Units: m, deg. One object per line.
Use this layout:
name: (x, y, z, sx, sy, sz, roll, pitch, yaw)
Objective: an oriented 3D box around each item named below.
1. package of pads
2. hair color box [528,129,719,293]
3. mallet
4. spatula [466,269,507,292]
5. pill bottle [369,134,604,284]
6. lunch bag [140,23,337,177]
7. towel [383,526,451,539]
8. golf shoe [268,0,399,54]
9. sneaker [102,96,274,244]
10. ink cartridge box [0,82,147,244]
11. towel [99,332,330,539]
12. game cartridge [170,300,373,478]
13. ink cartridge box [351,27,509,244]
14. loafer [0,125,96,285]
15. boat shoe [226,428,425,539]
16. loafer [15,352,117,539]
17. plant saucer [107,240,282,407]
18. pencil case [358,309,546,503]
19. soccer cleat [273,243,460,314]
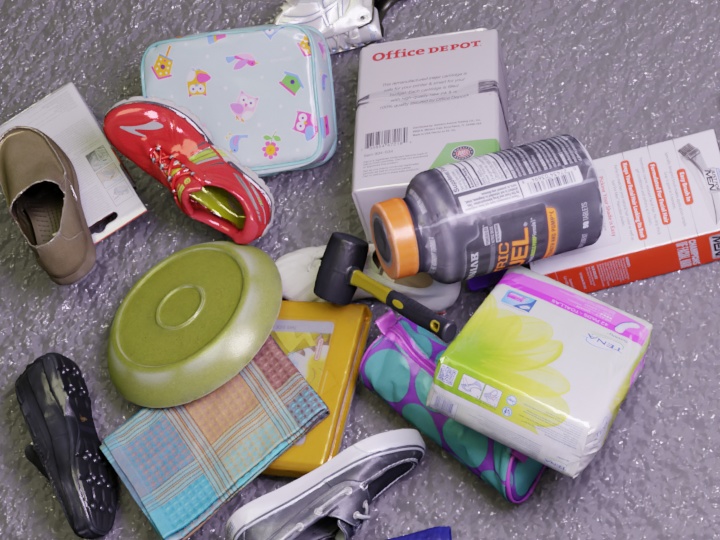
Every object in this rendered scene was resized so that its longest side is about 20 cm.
package of pads: (0.164, 0.087, 1.597, 0.154, 0.069, 0.200, 25, 35, 13)
hair color box: (0.254, -0.051, 1.715, 0.199, 0.064, 0.112, -14, 60, 10)
mallet: (0.027, 0.013, 1.641, 0.200, 0.041, 0.066, 18, 96, 52)
spatula: (0.139, 0.049, 1.717, 0.056, 0.021, 0.201, -22, 60, 18)
pill bottle: (0.111, -0.050, 1.627, 0.199, 0.106, 0.107, -15, 58, -13)
lunch bag: (-0.126, -0.167, 1.851, 0.199, 0.077, 0.162, -6, 96, 16)
towel: (-0.001, 0.316, 1.603, 0.199, 0.050, 0.148, -12, 53, 10)
golf shoe: (-0.026, -0.262, 1.905, 0.097, 0.078, 0.200, 36, 78, 23)
sneaker: (-0.171, -0.099, 1.785, 0.199, 0.085, 0.077, 34, 116, -6)
ink cartridge box: (-0.304, -0.095, 1.907, 0.109, 0.050, 0.200, -33, 60, -3)
towel: (-0.141, 0.151, 1.702, 0.200, 0.022, 0.147, -40, 53, -2)
game cartridge: (-0.100, 0.109, 1.737, 0.199, 0.032, 0.177, 3, 63, 23)
ink cartridge box: (0.072, -0.134, 1.781, 0.144, 0.084, 0.201, -6, 50, 12)
loafer: (-0.324, -0.079, 1.835, 0.076, 0.068, 0.201, -30, 59, -1)
boat shoe: (-0.021, 0.214, 1.634, 0.199, 0.072, 0.068, -25, 59, -15)
loafer: (-0.289, 0.176, 1.752, 0.070, 0.068, 0.201, -33, 59, 19)
plant saucer: (-0.171, 0.043, 1.767, 0.199, 0.031, 0.201, -18, 45, 19)
pencil case: (0.091, 0.123, 1.649, 0.085, 0.093, 0.200, -41, 57, -20)
soccer cleat: (0.000, 0.000, 1.751, 0.199, 0.078, 0.070, 5, 64, 19)
